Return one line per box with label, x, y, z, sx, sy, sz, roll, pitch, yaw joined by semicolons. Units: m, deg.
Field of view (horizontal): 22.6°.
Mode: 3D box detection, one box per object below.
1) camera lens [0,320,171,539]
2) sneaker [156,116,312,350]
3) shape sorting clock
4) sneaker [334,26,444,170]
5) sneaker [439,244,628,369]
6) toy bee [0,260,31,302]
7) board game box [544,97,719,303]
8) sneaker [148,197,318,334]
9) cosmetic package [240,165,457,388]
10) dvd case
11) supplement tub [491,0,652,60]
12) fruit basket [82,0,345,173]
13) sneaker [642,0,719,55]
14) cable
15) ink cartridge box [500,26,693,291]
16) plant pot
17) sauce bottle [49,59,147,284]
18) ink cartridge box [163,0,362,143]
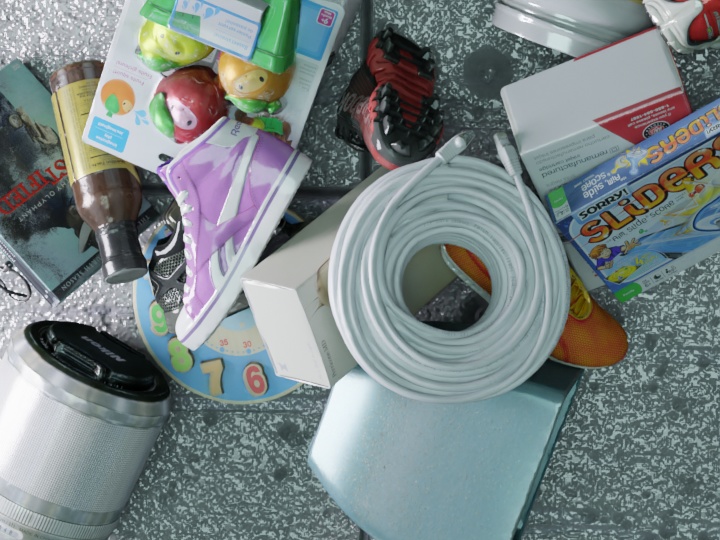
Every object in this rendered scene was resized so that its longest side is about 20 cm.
camera lens;-0.276;0.159;1.659;0.159;0.160;0.201;27;102;3
sneaker;-0.134;-0.037;1.534;0.114;0.073;0.202;27;106;-4
shape sorting clock;-0.115;0.028;1.677;0.198;0.039;0.202;1;99;8
sneaker;0.023;-0.128;1.563;0.070;0.201;0.098;26;118;-16
sneaker;0.155;0.017;1.552;0.199;0.077;0.073;36;58;-13
toy bee;-0.380;-0.049;1.677;0.199;0.109;0.131;35;140;-10
board game box;0.269;-0.063;1.481;0.199;0.035;0.135;-30;136;17
sneaker;-0.102;-0.029;1.610;0.198;0.076;0.115;-22;103;9
cosmetic package;0.000;0.000;1.550;0.073;0.200;0.104;10;130;43
dvd case;-0.296;-0.082;1.643;0.200;0.146;0.022;49;143;-3
supplement tub;0.200;-0.285;1.527;0.144;0.145;0.202;20;101;4
fruit basket;-0.130;-0.165;1.535;0.184;0.094;0.201;23;105;3
sneaker;0.308;-0.228;1.493;0.085;0.200;0.077;-30;92;33
cable;0.070;0.009;1.461;0.199;0.069;0.201;-28;87;-9
ink cartridge box;0.221;-0.089;1.531;0.143;0.084;0.200;-21;139;10
plant pot;0.069;0.145;1.598;0.198;0.196;0.198;21;102;9
sauce bottle;-0.233;-0.088;1.631;0.064;0.065;0.202;-16;76;10
ink cartridge box;-0.107;-0.188;1.617;0.147;0.086;0.201;26;103;3
